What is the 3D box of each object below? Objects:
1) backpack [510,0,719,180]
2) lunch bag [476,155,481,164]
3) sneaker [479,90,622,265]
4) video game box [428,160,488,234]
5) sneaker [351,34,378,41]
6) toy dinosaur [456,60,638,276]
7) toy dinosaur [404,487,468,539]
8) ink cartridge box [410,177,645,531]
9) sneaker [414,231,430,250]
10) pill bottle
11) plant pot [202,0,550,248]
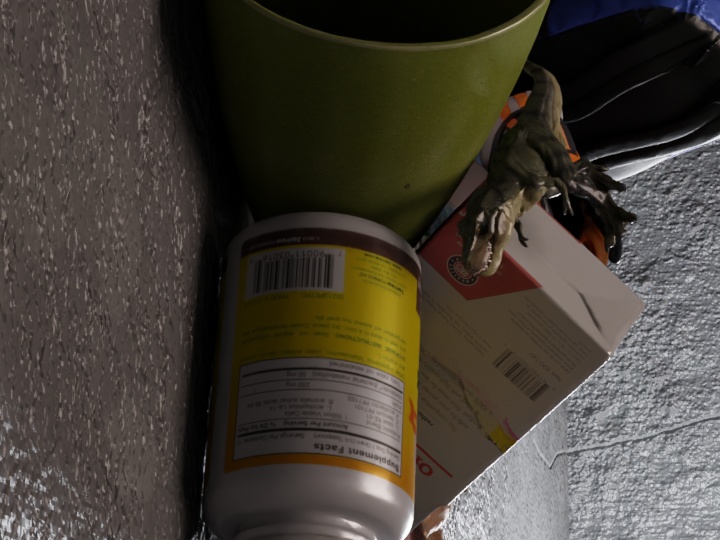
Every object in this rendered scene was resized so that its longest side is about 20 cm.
[{"bbox_3d":[0.170,-0.164,1.531,0.162,0.200,0.168,40,46,-41],"label":"backpack"},{"bbox_3d":[0.069,-0.096,1.681,0.200,0.077,0.161,150,-79,-88],"label":"lunch bag"},{"bbox_3d":[0.124,-0.018,1.493,0.200,0.078,0.112,74,-7,-56],"label":"sneaker"},{"bbox_3d":[0.051,-0.012,1.552,0.200,0.047,0.182,-131,-154,-54],"label":"video game box"},{"bbox_3d":[0.034,-0.106,1.388,0.201,0.067,0.108,-21,120,-57],"label":"sneaker"},{"bbox_3d":[0.107,-0.054,1.235,0.047,0.088,0.200,-50,-168,35],"label":"toy dinosaur"},{"bbox_3d":[0.030,0.187,1.507,0.136,0.086,0.200,27,49,-67],"label":"toy dinosaur"},{"bbox_3d":[0.051,0.051,1.286,0.200,0.116,0.068,-46,-179,36],"label":"ink cartridge box"},{"bbox_3d":[0.000,0.000,1.421,0.200,0.078,0.085,-88,161,-45],"label":"sneaker"},{"bbox_3d":[-0.025,0.078,1.166,0.109,0.109,0.200,69,21,-61],"label":"pill bottle"},{"bbox_3d":[-0.001,-0.098,1.211,0.187,0.187,0.200,-81,180,-47],"label":"plant pot"}]
